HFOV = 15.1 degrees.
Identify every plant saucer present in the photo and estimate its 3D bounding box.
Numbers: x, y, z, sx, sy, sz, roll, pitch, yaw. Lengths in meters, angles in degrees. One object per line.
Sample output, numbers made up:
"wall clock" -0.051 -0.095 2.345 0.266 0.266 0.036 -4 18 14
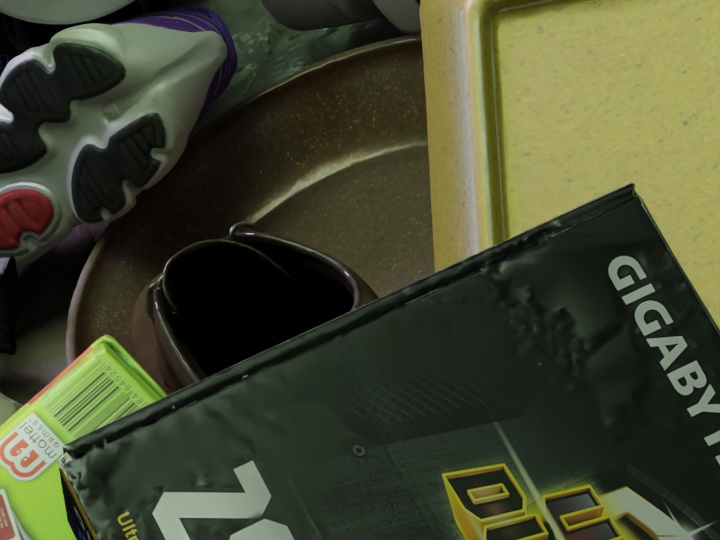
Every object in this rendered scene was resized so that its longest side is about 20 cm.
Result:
"plant saucer" 0.000 0.000 0.894 0.200 0.037 0.201 -19 38 15
"plant saucer" 0.105 -0.020 0.761 0.199 0.048 0.201 -10 69 21

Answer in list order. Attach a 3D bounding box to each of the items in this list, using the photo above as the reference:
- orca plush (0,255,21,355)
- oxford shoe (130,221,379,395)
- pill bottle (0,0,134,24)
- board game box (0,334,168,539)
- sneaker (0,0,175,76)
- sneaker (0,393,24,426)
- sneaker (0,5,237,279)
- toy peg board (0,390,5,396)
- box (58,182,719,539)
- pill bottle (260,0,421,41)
"orca plush" -0.210 -0.026 0.936 0.199 0.105 0.071 11 86 14
"oxford shoe" -0.027 0.017 0.780 0.073 0.084 0.200 -40 22 -12
"pill bottle" -0.133 -0.159 0.981 0.116 0.116 0.200 -35 29 -7
"board game box" -0.032 0.123 0.676 0.102 0.048 0.200 -42 75 -15
"sneaker" -0.084 -0.146 1.095 0.200 0.070 0.078 -48 41 -11
"sneaker" -0.080 0.092 0.762 0.085 0.200 0.075 -64 0 -5
"sneaker" -0.120 -0.036 0.978 0.200 0.081 0.083 -22 10 34
"toy peg board" -0.187 0.092 0.860 0.200 0.098 0.199 -45 40 -20
"box" 0.042 0.099 0.636 0.159 0.049 0.200 -25 71 -12
"pill bottle" 0.060 -0.139 0.952 0.200 0.112 0.112 -7 42 26
